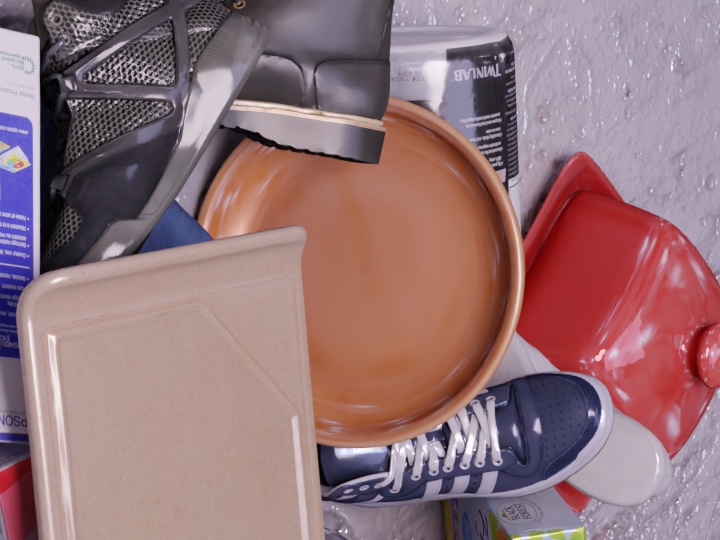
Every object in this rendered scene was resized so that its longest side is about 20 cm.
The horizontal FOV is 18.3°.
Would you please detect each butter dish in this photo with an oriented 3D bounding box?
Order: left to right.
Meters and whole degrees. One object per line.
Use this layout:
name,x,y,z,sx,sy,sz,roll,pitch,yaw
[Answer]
butter dish,0.192,0.050,1.539,0.200,0.147,0.200,52,58,-40

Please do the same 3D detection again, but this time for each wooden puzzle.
wooden puzzle,-0.091,0.086,1.087,0.184,0.037,0.202,-12,104,-47

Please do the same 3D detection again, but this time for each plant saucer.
plant saucer,0.000,0.000,1.283,0.037,0.198,0.202,-2,98,-72

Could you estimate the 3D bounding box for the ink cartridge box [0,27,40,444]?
ink cartridge box,-0.197,-0.019,1.045,0.099,0.039,0.202,11,73,-47

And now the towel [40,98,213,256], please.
towel,-0.145,-0.017,1.200,0.200,0.048,0.112,46,43,-42

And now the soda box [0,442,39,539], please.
soda box,-0.124,0.090,1.124,0.199,0.070,0.064,-26,112,-45

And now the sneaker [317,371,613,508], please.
sneaker,0.044,0.099,1.329,0.108,0.199,0.071,21,58,-57

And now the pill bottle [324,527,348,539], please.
pill bottle,-0.015,0.221,1.356,0.200,0.106,0.107,39,67,-44

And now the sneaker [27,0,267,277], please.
sneaker,-0.139,-0.065,1.118,0.114,0.076,0.201,30,75,-6

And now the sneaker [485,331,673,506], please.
sneaker,0.114,0.089,1.444,0.076,0.199,0.088,-57,160,7

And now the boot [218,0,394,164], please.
boot,-0.072,-0.145,1.218,0.198,0.077,0.140,12,90,-25

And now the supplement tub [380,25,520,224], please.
supplement tub,0.037,-0.044,1.362,0.122,0.122,0.202,-15,108,-47

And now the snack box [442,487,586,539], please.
snack box,0.097,0.198,1.424,0.052,0.200,0.144,-8,105,-9
